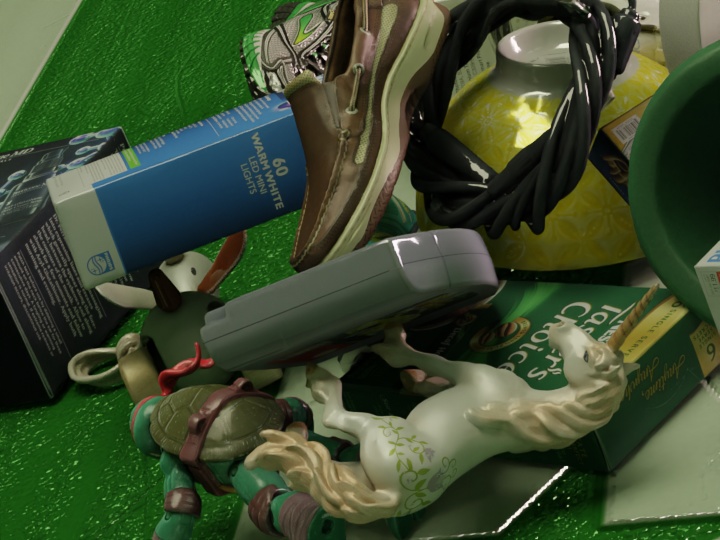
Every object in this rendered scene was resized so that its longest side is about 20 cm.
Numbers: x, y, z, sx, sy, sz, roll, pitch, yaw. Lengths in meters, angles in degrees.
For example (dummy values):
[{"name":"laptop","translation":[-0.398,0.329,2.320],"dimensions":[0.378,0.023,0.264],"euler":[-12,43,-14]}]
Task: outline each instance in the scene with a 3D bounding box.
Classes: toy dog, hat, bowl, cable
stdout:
[{"name":"toy dog","translation":[-0.119,0.020,1.779],"dimensions":[0.131,0.097,0.200],"euler":[-30,23,-18]},{"name":"hat","translation":[0.267,-0.042,1.549],"dimensions":[0.199,0.166,0.176],"euler":[32,16,21]},{"name":"bowl","translation":[0.127,-0.090,1.719],"dimensions":[0.199,0.108,0.200],"euler":[-6,24,3]},{"name":"cable","translation":[0.087,-0.096,1.630],"dimensions":[0.051,0.164,0.200],"euler":[16,-11,-33]}]

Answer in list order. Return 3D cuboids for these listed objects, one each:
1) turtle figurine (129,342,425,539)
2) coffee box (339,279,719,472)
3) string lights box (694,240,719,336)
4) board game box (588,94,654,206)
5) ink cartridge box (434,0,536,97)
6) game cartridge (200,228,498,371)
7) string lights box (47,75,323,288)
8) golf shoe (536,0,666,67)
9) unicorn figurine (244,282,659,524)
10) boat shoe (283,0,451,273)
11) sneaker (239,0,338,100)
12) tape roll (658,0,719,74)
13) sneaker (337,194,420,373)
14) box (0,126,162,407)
[{"name":"turtle figurine","translation":[-0.067,0.110,1.530],"dimensions":[0.199,0.101,0.150],"euler":[15,52,43]},{"name":"coffee box","translation":[0.095,0.054,1.563],"dimensions":[0.199,0.044,0.123],"euler":[4,35,48]},{"name":"string lights box","translation":[0.273,0.025,1.378],"dimensions":[0.199,0.103,0.059],"euler":[-1,31,43]},{"name":"board game box","translation":[0.248,-0.072,1.600],"dimensions":[0.199,0.136,0.035],"euler":[-32,-19,-23]},{"name":"ink cartridge box","translation":[0.102,-0.199,1.956],"dimensions":[0.199,0.085,0.146],"euler":[-10,35,9]},{"name":"game cartridge","translation":[0.004,0.015,1.516],"dimensions":[0.133,0.041,0.200],"euler":[-26,-7,14]},{"name":"string lights box","translation":[-0.088,-0.058,1.717],"dimensions":[0.199,0.059,0.103],"euler":[-21,12,-5]},{"name":"golf shoe","translation":[0.205,-0.141,1.798],"dimensions":[0.199,0.079,0.097],"euler":[16,27,29]},{"name":"unicorn figurine","translation":[0.048,0.072,1.447],"dimensions":[0.137,0.074,0.200],"euler":[26,60,41]},{"name":"boat shoe","translation":[-0.014,-0.083,1.609],"dimensions":[0.075,0.075,0.203],"euler":[-46,20,52]},{"name":"sneaker","translation":[-0.036,-0.165,2.145],"dimensions":[0.085,0.078,0.200],"euler":[-13,23,21]},{"name":"tape roll","translation":[0.264,-0.165,1.690],"dimensions":[0.202,0.204,0.037],"euler":[-35,28,-27]},{"name":"sneaker","translation":[0.000,0.000,1.714],"dimensions":[0.077,0.080,0.200],"euler":[-43,14,17]},{"name":"box","translation":[-0.243,0.003,1.926],"dimensions":[0.148,0.108,0.200],"euler":[-11,24,30]}]
